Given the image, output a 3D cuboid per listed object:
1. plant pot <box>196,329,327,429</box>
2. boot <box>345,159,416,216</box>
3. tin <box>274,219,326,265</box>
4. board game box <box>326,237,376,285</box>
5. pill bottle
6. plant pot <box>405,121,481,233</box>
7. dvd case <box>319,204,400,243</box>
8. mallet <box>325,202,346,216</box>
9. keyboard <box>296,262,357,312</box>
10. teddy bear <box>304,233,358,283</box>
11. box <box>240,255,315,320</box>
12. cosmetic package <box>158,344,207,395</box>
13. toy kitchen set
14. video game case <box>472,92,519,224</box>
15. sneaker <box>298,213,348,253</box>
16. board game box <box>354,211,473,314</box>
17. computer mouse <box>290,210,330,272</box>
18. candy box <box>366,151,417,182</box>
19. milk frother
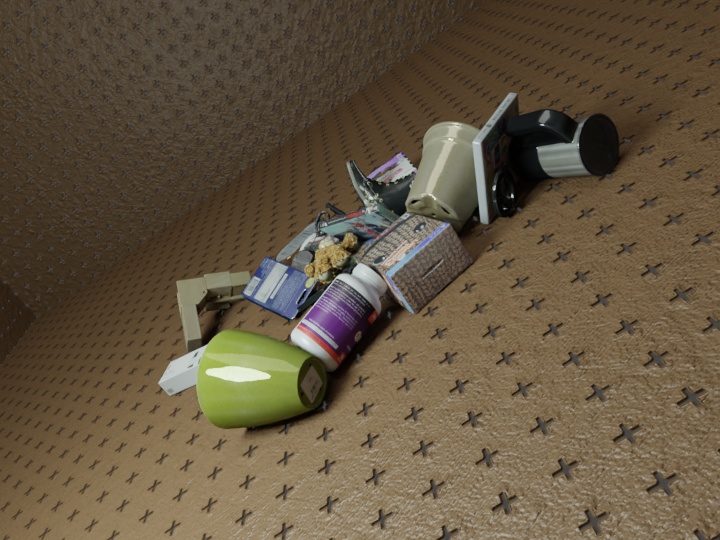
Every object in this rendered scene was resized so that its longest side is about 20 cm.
[{"bbox_3d":[-0.166,0.203,1.257,0.197,0.189,0.188,-3,36,32],"label":"plant pot"},{"bbox_3d":[0.066,-0.214,1.708,0.152,0.206,0.073,-30,-9,4],"label":"boot"},{"bbox_3d":[-0.166,-0.074,1.955,0.200,0.042,0.111,-44,28,-18],"label":"tin"},{"bbox_3d":[0.000,0.000,1.563,0.134,0.035,0.201,-13,33,45],"label":"board game box"},{"bbox_3d":[-0.036,0.088,1.313,0.201,0.113,0.112,-50,25,-13],"label":"pill bottle"},{"bbox_3d":[0.192,-0.183,1.473,0.199,0.200,0.185,-6,48,51],"label":"plant pot"},{"bbox_3d":[0.019,-0.099,1.602,0.198,0.145,0.022,-14,61,43],"label":"dvd case"},{"bbox_3d":[-0.037,-0.140,1.731,0.199,0.066,0.041,34,87,41],"label":"mallet"},{"bbox_3d":[-0.054,0.039,1.499,0.199,0.040,0.104,-38,0,4],"label":"keyboard"},{"bbox_3d":[-0.071,-0.033,1.603,0.145,0.067,0.201,-41,12,24],"label":"teddy bear"},{"bbox_3d":[-0.195,0.046,1.674,0.198,0.032,0.122,21,72,40],"label":"box"},{"bbox_3d":[-0.402,0.235,1.674,0.198,0.051,0.083,-26,24,25],"label":"cosmetic package"},{"bbox_3d":[-0.394,0.127,1.875,0.197,0.183,0.164,-9,-27,-18],"label":"toy kitchen set"},{"bbox_3d":[0.284,-0.229,1.394,0.023,0.202,0.183,16,50,30],"label":"video game case"},{"bbox_3d":[-0.076,-0.069,1.765,0.200,0.081,0.086,-46,34,-9],"label":"sneaker"},{"bbox_3d":[0.102,-0.022,1.376,0.159,0.097,0.200,-40,22,-10],"label":"board game box"},{"bbox_3d":[-0.123,-0.058,1.733,0.058,0.034,0.202,19,78,31],"label":"computer mouse"},{"bbox_3d":[0.081,-0.227,1.842,0.167,0.072,0.200,-34,22,6],"label":"candy box"},{"bbox_3d":[0.367,-0.200,1.326,0.187,0.178,0.204,6,89,59],"label":"milk frother"}]
